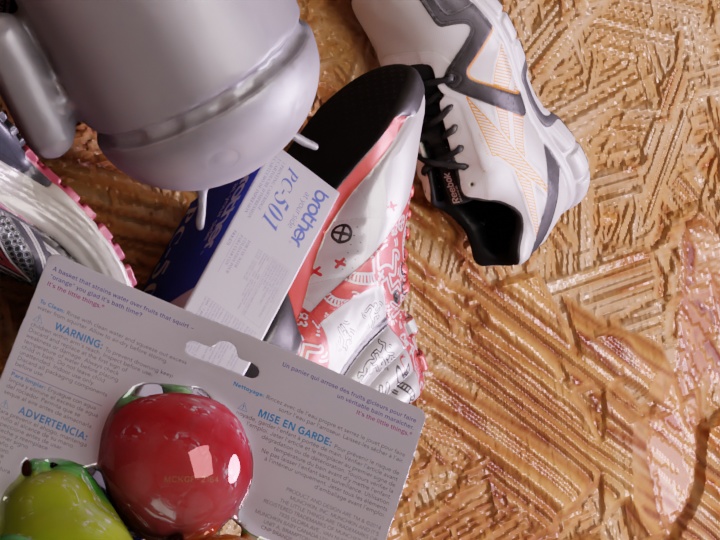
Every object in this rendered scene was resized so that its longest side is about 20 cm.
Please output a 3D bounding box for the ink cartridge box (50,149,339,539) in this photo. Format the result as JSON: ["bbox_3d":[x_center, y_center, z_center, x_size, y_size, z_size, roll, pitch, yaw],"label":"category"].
[{"bbox_3d":[-0.086,0.041,1.400,0.044,0.094,0.201,36,58,-14],"label":"ink cartridge box"}]

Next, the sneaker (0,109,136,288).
[{"bbox_3d":[-0.173,-0.026,1.343,0.075,0.081,0.200,-46,122,-8],"label":"sneaker"}]

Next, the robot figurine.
[{"bbox_3d":[-0.091,-0.120,1.354,0.169,0.113,0.201,-30,111,-5],"label":"robot figurine"}]

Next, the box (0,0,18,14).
[{"bbox_3d":[-0.177,-0.167,1.376,0.199,0.036,0.144,18,72,-44],"label":"box"}]

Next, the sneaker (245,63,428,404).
[{"bbox_3d":[-0.001,0.000,1.525,0.108,0.067,0.202,47,57,-34],"label":"sneaker"}]

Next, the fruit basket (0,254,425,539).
[{"bbox_3d":[-0.085,0.116,1.278,0.184,0.094,0.201,22,60,-8],"label":"fruit basket"}]

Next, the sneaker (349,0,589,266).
[{"bbox_3d":[0.054,-0.084,1.590,0.200,0.073,0.080,52,53,-29],"label":"sneaker"}]
